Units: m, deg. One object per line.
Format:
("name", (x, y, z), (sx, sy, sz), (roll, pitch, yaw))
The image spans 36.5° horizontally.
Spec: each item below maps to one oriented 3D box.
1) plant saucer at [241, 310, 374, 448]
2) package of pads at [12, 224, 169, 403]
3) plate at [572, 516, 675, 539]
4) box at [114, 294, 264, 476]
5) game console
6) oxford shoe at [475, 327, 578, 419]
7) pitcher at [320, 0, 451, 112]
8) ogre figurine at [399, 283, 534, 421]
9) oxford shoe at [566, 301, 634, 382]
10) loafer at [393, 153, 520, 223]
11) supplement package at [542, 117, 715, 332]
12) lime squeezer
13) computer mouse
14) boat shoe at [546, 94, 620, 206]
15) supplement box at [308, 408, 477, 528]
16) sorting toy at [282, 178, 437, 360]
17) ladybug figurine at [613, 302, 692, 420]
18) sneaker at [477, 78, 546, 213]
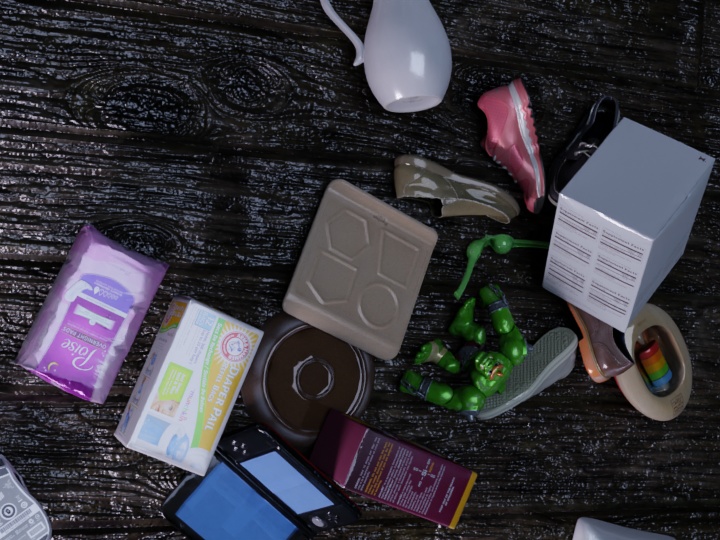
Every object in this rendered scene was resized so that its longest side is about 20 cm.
("plant saucer", (-0.066, 0.148, 1.510), (0.199, 0.032, 0.202), (-1, 93, -22))
("package of pads", (-0.338, 0.055, 1.374), (0.120, 0.076, 0.201), (27, 81, -17))
("plate", (0.404, 0.502, 1.706), (0.199, 0.032, 0.201), (17, 84, -22))
("box", (-0.221, 0.145, 1.408), (0.112, 0.101, 0.201), (25, 82, -20))
("game console", (-0.130, 0.318, 1.445), (0.200, 0.172, 0.119), (44, 49, -17))
("oxford shoe", (0.248, 0.162, 1.620), (0.199, 0.075, 0.058), (-36, 132, -17))
("pitcher", (0.036, -0.323, 1.506), (0.170, 0.121, 0.202), (-7, 83, -1))
("ogre figurine", (0.162, 0.124, 1.560), (0.120, 0.098, 0.200), (39, 60, 17))
("oxford shoe", (0.358, 0.061, 1.630), (0.071, 0.073, 0.202), (8, 63, -51))
("loafer", (0.133, -0.104, 1.565), (0.199, 0.076, 0.068), (20, 84, -11))
("supplement package", (0.375, -0.065, 1.551), (0.147, 0.201, 0.191), (30, 56, 23))
("lime squeezer", (0.202, -0.025, 1.598), (0.199, 0.071, 0.038), (-23, 136, -26))
("computer mouse", (-0.458, 0.269, 1.349), (0.109, 0.044, 0.201), (-34, 97, -23))
("boat shoe", (0.332, -0.180, 1.620), (0.072, 0.063, 0.201), (25, 62, 16))
("supplement box", (0.044, 0.271, 1.496), (0.199, 0.110, 0.086), (27, 85, -30))
("sorting toy", (0.000, 0.000, 1.522), (0.184, 0.036, 0.201), (27, 74, -20))
("ladybug figurine", (0.441, 0.142, 1.689), (0.135, 0.072, 0.201), (-31, 105, -23))
("sneaker", (0.223, -0.178, 1.611), (0.086, 0.074, 0.202), (-11, 106, 12))
